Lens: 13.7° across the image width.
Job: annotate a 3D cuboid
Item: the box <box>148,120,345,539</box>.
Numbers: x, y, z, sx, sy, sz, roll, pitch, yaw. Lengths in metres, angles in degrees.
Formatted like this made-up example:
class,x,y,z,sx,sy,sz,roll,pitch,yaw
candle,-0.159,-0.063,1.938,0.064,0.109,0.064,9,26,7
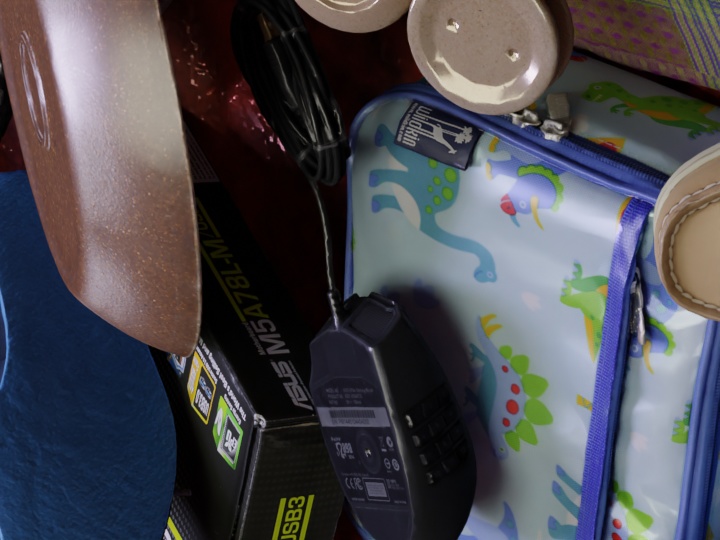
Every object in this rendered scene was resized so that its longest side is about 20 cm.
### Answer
class,x,y,z,sx,sy,sz,roll,pitch,yaw
box,-0.070,0.070,1.145,0.200,0.047,0.193,-122,37,-45

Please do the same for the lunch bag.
class,x,y,z,sx,sy,sz,roll,pitch,yaw
lunch bag,0.072,0.029,1.022,0.161,0.082,0.200,26,127,29

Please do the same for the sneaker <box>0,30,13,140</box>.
class,x,y,z,sx,sy,sz,roll,pitch,yaw
sneaker,-0.173,-0.060,1.153,0.079,0.074,0.200,18,125,-4

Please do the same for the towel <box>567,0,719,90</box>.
class,x,y,z,sx,sy,sz,roll,pitch,yaw
towel,0.110,-0.104,0.917,0.200,0.023,0.144,18,152,39

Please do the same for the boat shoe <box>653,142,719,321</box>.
class,x,y,z,sx,sy,sz,roll,pitch,yaw
boat shoe,0.176,-0.007,0.867,0.200,0.066,0.074,-3,111,23

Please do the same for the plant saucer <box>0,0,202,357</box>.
class,x,y,z,sx,sy,sz,roll,pitch,yaw
plant saucer,-0.096,-0.064,1.026,0.200,0.037,0.201,168,90,-79

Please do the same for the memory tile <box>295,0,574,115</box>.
class,x,y,z,sx,sy,sz,roll,pitch,yaw
memory tile,-0.005,-0.147,0.887,0.200,0.017,0.153,33,127,7

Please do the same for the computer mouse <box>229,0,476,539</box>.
class,x,y,z,sx,sy,sz,roll,pitch,yaw
computer mouse,0.000,0.000,0.996,0.059,0.034,0.200,1,108,62

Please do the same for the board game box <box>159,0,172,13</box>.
class,x,y,z,sx,sy,sz,roll,pitch,yaw
board game box,-0.105,-0.214,1.107,0.200,0.026,0.200,53,136,9

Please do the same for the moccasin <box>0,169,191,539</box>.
class,x,y,z,sx,sy,sz,roll,pitch,yaw
moccasin,-0.105,0.054,1.094,0.068,0.080,0.200,109,161,-48
